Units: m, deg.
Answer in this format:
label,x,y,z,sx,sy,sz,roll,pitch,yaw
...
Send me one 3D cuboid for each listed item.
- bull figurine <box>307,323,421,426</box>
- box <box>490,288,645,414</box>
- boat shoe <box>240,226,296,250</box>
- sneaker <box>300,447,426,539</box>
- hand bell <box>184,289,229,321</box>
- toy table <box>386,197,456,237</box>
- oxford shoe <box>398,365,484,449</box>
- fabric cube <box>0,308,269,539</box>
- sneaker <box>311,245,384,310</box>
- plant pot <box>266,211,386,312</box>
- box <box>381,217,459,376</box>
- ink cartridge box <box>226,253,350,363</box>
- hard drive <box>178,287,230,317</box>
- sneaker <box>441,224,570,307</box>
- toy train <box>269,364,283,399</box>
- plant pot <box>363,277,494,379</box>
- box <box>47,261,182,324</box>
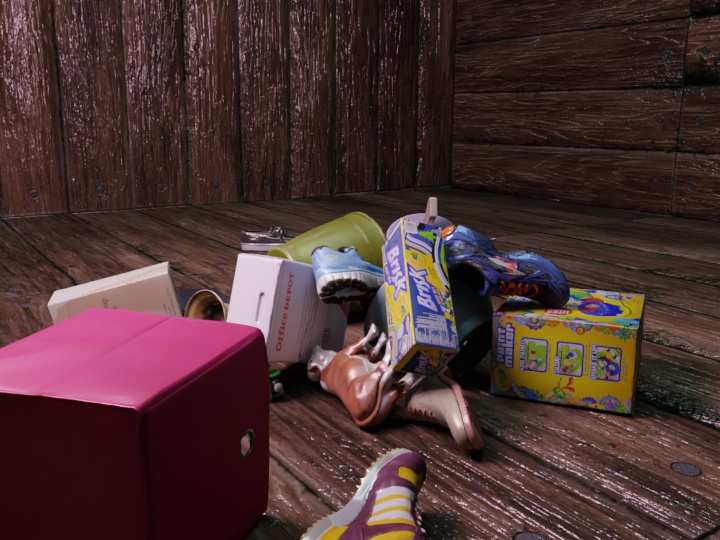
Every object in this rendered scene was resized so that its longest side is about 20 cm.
label,x,y,z,sx,sy,sz,roll,pitch,yaw
bull figurine,-0.001,0.137,0.961,0.065,0.121,0.200,43,-2,-31
box,0.307,0.106,1.036,0.192,0.123,0.200,4,13,23
boat shoe,-0.250,-0.094,2.078,0.199,0.064,0.071,-2,13,-10
sneaker,0.027,0.228,0.612,0.090,0.075,0.200,16,25,27
hand bell,-0.201,0.089,1.250,0.104,0.105,0.200,9,2,36
toy table,0.177,-0.092,1.871,0.199,0.185,0.117,-11,-3,-10
oxford shoe,0.099,0.175,0.890,0.074,0.071,0.200,-27,15,-1
fabric cube,-0.209,0.158,0.612,0.199,0.197,0.199,4,13,16
sneaker,0.000,0.000,1.057,0.078,0.090,0.200,-36,-26,23
plant pot,-0.072,0.002,1.353,0.192,0.201,0.200,-14,18,-34
box,0.074,0.032,0.923,0.064,0.070,0.201,13,50,-19
ink cartridge box,-0.103,0.061,1.056,0.085,0.146,0.200,8,-3,29
hard drive,-0.317,0.076,1.344,0.134,0.043,0.200,-4,14,-21
sneaker,0.195,0.012,0.992,0.199,0.075,0.079,21,56,4
toy train,-0.178,0.146,1.040,0.056,0.042,0.200,-19,20,-30
plant pot,0.122,0.079,1.061,0.200,0.201,0.134,-12,44,-43
box,-0.412,0.061,1.205,0.199,0.095,0.078,-17,18,-9
